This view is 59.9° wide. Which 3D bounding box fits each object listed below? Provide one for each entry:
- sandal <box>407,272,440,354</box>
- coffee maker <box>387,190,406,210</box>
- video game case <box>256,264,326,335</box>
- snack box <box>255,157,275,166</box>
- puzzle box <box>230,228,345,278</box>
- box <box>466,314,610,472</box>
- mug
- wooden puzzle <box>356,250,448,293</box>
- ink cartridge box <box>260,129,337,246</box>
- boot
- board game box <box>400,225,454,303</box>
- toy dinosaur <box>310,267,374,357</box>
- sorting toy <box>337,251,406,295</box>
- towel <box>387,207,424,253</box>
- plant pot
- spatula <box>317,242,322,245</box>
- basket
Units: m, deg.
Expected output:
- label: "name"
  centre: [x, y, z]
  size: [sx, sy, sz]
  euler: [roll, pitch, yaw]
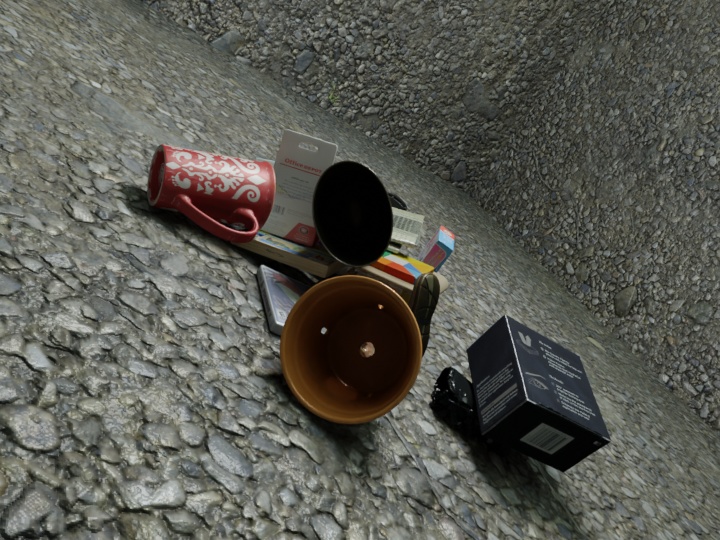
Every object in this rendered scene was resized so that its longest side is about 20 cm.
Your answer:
- label: "sandal"
  centre: [0.083, 0.098, 1.103]
  size: [0.054, 0.202, 0.081]
  euler: [16, 3, 41]
- label: "coffee maker"
  centre: [-0.008, -0.121, 1.543]
  size: [0.135, 0.192, 0.200]
  euler: [50, -12, -28]
- label: "video game case"
  centre: [-0.083, 0.079, 1.097]
  size: [0.199, 0.023, 0.183]
  euler: [25, 21, -30]
- label: "snack box"
  centre: [-0.159, -0.210, 1.386]
  size: [0.115, 0.037, 0.200]
  euler: [12, 3, 1]
- label: "puzzle box"
  centre: [-0.132, -0.040, 1.203]
  size: [0.199, 0.026, 0.133]
  euler: [20, 14, 11]
- label: "box"
  centre: [0.307, 0.216, 1.107]
  size: [0.196, 0.118, 0.201]
  euler: [28, 34, -21]
- label: "mug"
  centre: [-0.261, -0.145, 1.113]
  size: [0.199, 0.134, 0.177]
  euler: [9, 18, -33]
- label: "wooden puzzle"
  centre: [0.070, -0.008, 1.232]
  size: [0.199, 0.037, 0.185]
  euler: [29, 18, 16]
- label: "ink cartridge box"
  centre: [-0.114, -0.162, 1.219]
  size: [0.116, 0.202, 0.068]
  euler: [18, 14, 6]
- label: "boot"
  centre: [0.214, 0.239, 1.159]
  size: [0.162, 0.074, 0.198]
  euler: [39, 24, 0]
- label: "board game box"
  centre: [0.134, 0.005, 1.392]
  size: [0.040, 0.201, 0.153]
  euler: [35, 18, -1]
- label: "toy dinosaur"
  centre: [-0.020, 0.061, 1.102]
  size: [0.199, 0.086, 0.135]
  euler: [37, 23, 19]
- label: "sorting toy"
  centre: [0.000, 0.000, 1.340]
  size: [0.179, 0.107, 0.200]
  euler: [28, 18, -2]
- label: "towel"
  centre: [0.036, -0.100, 1.346]
  size: [0.198, 0.035, 0.193]
  euler: [15, 25, 7]
- label: "plant pot"
  centre: [-0.001, 0.115, 0.914]
  size: [0.200, 0.200, 0.140]
  euler: [41, 2, 15]
- label: "spatula"
  centre: [-0.094, -0.050, 1.402]
  size: [0.056, 0.021, 0.200]
  euler: [29, 20, -26]
- label: "basket"
  centre: [-0.010, -0.103, 1.152]
  size: [0.200, 0.135, 0.182]
  euler: [-69, 145, -85]
